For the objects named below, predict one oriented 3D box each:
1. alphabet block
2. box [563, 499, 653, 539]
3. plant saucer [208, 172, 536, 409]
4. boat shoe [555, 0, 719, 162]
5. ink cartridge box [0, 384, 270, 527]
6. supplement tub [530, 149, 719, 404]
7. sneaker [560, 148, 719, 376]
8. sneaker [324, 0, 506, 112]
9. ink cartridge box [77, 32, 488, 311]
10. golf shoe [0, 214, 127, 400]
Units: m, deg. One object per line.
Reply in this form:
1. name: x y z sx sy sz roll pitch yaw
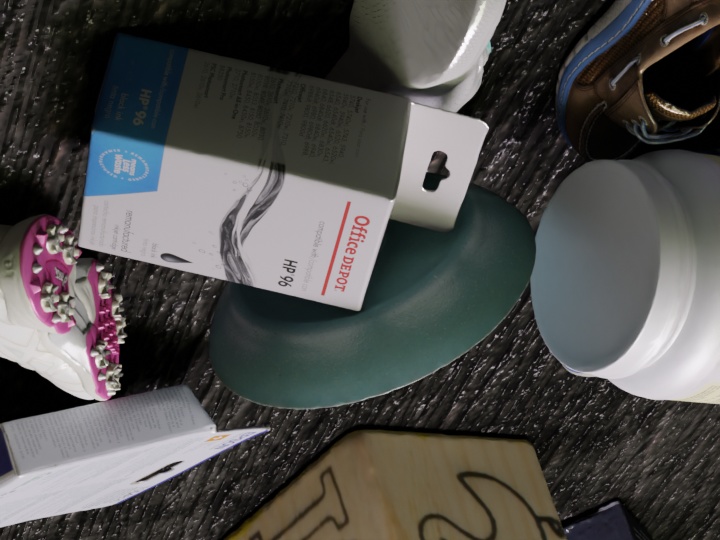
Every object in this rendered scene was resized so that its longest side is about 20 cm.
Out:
1. alphabet block: 0.038 0.254 1.818 0.195 0.200 0.196 7 143 -42
2. box: 0.178 0.334 2.052 0.196 0.200 0.117 -25 152 11
3. plant saucer: 0.000 0.000 1.377 0.199 0.200 0.036 -21 121 4
4. boat shoe: 0.166 -0.112 1.372 0.072 0.073 0.200 -9 151 -20
5. ink cartridge box: -0.192 0.125 1.551 0.200 0.041 0.199 -8 166 -43
6. supplement tub: 0.215 0.006 1.421 0.199 0.145 0.145 6 143 -32
7. sneaker: 0.161 -0.004 1.556 0.111 0.077 0.200 -1 144 -42
8. sneaker: 0.041 -0.121 1.296 0.088 0.075 0.200 -18 161 -31
9. ink cartridge box: -0.042 -0.046 1.277 0.199 0.068 0.116 12 148 -3
10. golf shoe: -0.194 0.022 1.406 0.091 0.076 0.200 -2 155 11
